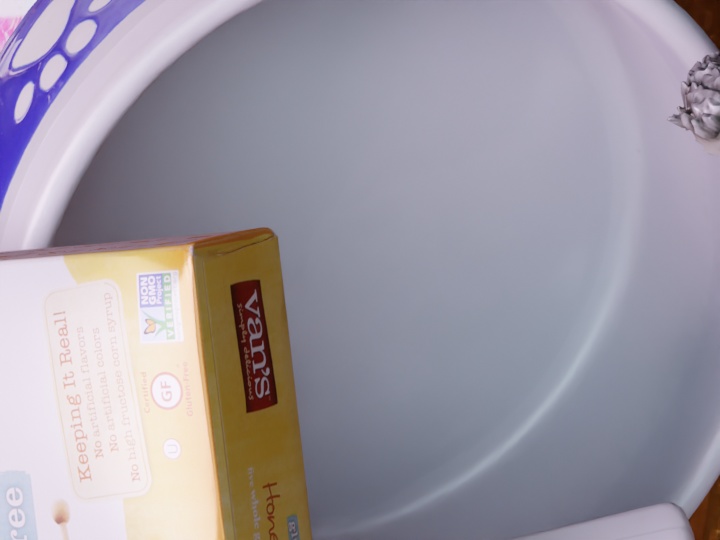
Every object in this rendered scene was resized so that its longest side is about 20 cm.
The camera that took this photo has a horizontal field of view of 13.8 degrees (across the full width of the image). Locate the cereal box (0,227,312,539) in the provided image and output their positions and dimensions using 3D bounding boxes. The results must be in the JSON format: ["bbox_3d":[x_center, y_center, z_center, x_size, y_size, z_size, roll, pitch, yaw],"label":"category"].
[{"bbox_3d":[-0.102,0.070,0.670,0.199,0.039,0.145,-5,94,31],"label":"cereal box"}]

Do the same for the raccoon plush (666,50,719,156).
[{"bbox_3d":[0.100,-0.088,0.713,0.200,0.134,0.097,46,120,35],"label":"raccoon plush"}]

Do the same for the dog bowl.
[{"bbox_3d":[0.000,0.000,0.739,0.199,0.079,0.201,-8,115,-17],"label":"dog bowl"}]

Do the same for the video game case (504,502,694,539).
[{"bbox_3d":[0.009,0.147,0.762,0.181,0.023,0.201,-13,134,4],"label":"video game case"}]

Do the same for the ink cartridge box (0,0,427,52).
[{"bbox_3d":[-0.081,-0.113,0.799,0.199,0.068,0.116,-1,94,4],"label":"ink cartridge box"}]
